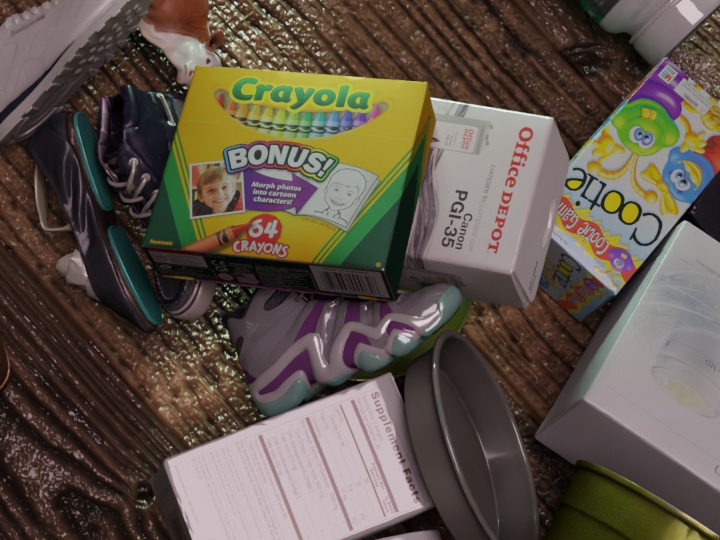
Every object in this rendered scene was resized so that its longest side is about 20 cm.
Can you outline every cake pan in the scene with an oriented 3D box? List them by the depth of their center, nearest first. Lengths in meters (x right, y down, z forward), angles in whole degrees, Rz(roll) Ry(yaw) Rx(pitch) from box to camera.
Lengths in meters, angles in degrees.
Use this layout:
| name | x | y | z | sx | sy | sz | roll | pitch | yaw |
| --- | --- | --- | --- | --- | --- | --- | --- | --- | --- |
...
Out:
| name | x | y | z | sx | sy | sz | roll | pitch | yaw |
| --- | --- | --- | --- | --- | --- | --- | --- | --- | --- |
| cake pan | 0.090 | 0.148 | 1.593 | 0.037 | 0.200 | 0.201 | -21 | 80 | 18 |

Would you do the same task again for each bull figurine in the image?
| name | x | y | z | sx | sy | sz | roll | pitch | yaw |
| --- | --- | --- | --- | --- | --- | --- | --- | --- | --- |
| bull figurine | -0.173 | -0.252 | 1.685 | 0.121 | 0.065 | 0.200 | 16 | 65 | -35 |

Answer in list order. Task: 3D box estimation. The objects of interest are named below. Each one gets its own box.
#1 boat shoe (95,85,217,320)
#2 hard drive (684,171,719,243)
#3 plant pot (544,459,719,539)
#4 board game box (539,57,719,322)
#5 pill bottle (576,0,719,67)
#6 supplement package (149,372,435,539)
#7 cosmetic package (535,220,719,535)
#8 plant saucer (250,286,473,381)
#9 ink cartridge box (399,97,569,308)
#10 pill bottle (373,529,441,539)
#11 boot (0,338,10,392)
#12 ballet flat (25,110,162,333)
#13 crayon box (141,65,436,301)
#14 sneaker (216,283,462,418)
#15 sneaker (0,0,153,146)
| name | x | y | z | sx | sy | sz | roll | pitch | yaw |
| --- | --- | --- | --- | --- | --- | --- | --- | --- | --- |
| boat shoe | -0.175 | -0.059 | 1.623 | 0.093 | 0.075 | 0.200 | 13 | 62 | -42 |
| hard drive | 0.387 | -0.072 | 1.760 | 0.200 | 0.042 | 0.135 | -45 | 100 | -20 |
| plant pot | 0.210 | 0.289 | 1.580 | 0.200 | 0.200 | 0.193 | 34 | 82 | -2 |
| board game box | 0.229 | -0.070 | 1.707 | 0.103 | 0.105 | 0.200 | 41 | 71 | 2 |
| pill bottle | 0.231 | -0.287 | 1.757 | 0.113 | 0.113 | 0.200 | -41 | 87 | -18 |
| supplement package | -0.054 | 0.178 | 1.581 | 0.200 | 0.117 | 0.118 | -20 | 81 | -16 |
| cosmetic package | 0.291 | 0.105 | 1.655 | 0.199 | 0.123 | 0.200 | 34 | 65 | -2 |
| plant saucer | 0.000 | 0.000 | 1.682 | 0.200 | 0.031 | 0.200 | 3 | 75 | -10 |
| ink cartridge box | 0.057 | -0.064 | 1.613 | 0.200 | 0.083 | 0.147 | 10 | 72 | 18 |
| pill bottle | 0.044 | 0.315 | 1.569 | 0.111 | 0.111 | 0.200 | -9 | 78 | -14 |
| boot | -0.344 | 0.009 | 1.587 | 0.074 | 0.075 | 0.200 | -31 | 83 | -15 |
| ballet flat | -0.229 | -0.033 | 1.631 | 0.073 | 0.073 | 0.200 | -21 | 87 | -16 |
| crayon box | -0.054 | -0.072 | 1.556 | 0.200 | 0.058 | 0.173 | 6 | 64 | 15 |
| sneaker | -0.028 | 0.021 | 1.581 | 0.200 | 0.078 | 0.140 | -28 | 93 | 16 |
| sneaker | -0.255 | -0.193 | 1.620 | 0.200 | 0.076 | 0.081 | -41 | 79 | 15 |
